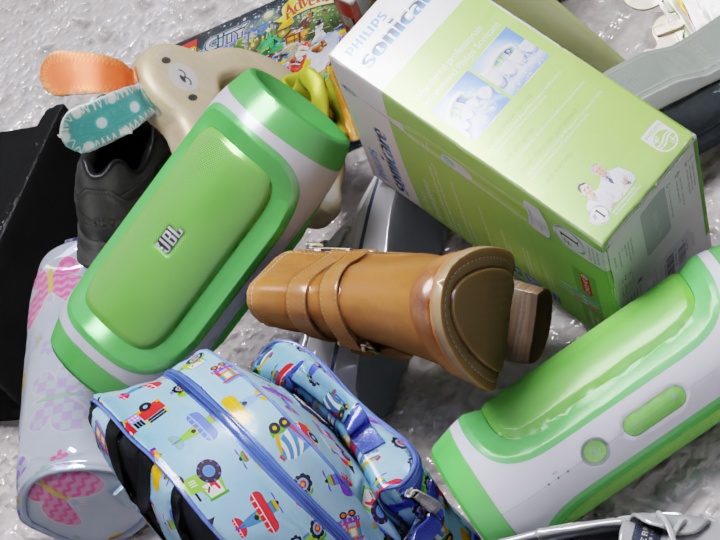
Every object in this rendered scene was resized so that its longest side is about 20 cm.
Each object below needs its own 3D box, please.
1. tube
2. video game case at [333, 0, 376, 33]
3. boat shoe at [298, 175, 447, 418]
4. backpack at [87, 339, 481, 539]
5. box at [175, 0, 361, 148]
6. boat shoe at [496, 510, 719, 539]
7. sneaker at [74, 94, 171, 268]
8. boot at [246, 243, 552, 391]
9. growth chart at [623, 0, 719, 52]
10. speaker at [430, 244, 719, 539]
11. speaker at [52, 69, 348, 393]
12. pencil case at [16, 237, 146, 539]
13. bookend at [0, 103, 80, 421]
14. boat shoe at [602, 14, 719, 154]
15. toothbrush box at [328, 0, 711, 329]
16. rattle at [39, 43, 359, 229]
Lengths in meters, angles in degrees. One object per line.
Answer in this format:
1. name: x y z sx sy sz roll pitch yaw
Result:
1. tube: 0.087 -0.156 1.492 0.052 0.200 0.058 -46 50 11
2. video game case: 0.024 -0.216 1.530 0.017 0.200 0.144 25 89 4
3. boat shoe: 0.000 0.000 1.503 0.065 0.074 0.201 -2 51 29
4. backpack: -0.046 0.117 1.334 0.135 0.200 0.182 -43 40 -6
5. box: -0.043 -0.130 1.678 0.199 0.038 0.137 -22 44 18
6. boat shoe: 0.148 0.152 1.262 0.199 0.069 0.072 -5 50 32
7. sneaker: -0.136 -0.088 1.589 0.075 0.091 0.200 0 38 9
8. boot: 0.011 0.013 1.349 0.154 0.200 0.077 9 95 16
9. growth chart: 0.223 -0.207 1.515 0.144 0.018 0.201 -20 71 15
10. speaker: 0.139 0.070 1.332 0.200 0.089 0.089 -35 41 4
11. speaker: -0.094 -0.016 1.447 0.200 0.088 0.088 -53 40 11
12. pencil case: -0.165 0.073 1.549 0.090 0.083 0.201 -9 47 11
13. bookend: -0.287 0.002 1.694 0.199 0.092 0.199 -7 48 33
14. boat shoe: 0.224 -0.114 1.457 0.199 0.061 0.076 -22 29 3
15. toothbrush box: 0.092 -0.064 1.393 0.200 0.146 0.086 35 76 24
16. rattle: -0.073 -0.113 1.497 0.143 0.199 0.131 -27 42 53
